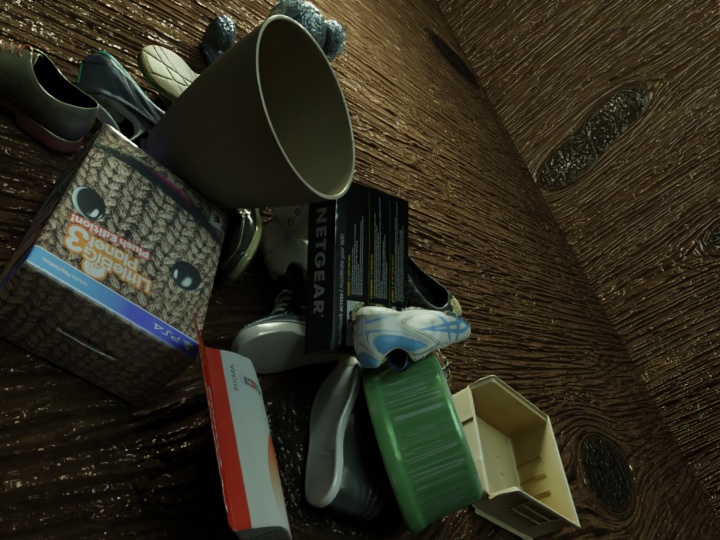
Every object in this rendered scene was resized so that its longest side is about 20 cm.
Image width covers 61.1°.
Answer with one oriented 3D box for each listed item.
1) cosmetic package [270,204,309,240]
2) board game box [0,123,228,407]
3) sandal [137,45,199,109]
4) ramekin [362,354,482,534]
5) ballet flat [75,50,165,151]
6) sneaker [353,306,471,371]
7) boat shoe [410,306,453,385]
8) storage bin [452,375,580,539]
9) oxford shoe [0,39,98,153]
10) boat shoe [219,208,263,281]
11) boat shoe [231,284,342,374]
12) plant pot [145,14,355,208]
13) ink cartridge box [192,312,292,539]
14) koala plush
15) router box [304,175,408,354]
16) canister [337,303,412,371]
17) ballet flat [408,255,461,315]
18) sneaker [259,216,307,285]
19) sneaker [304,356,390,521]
[{"bbox_3d":[-0.095,-0.137,0.839,0.101,0.071,0.202,6,44,-57],"label":"cosmetic package"},{"bbox_3d":[-0.228,-0.008,0.579,0.159,0.096,0.203,38,32,-31],"label":"board game box"},{"bbox_3d":[-0.248,-0.248,0.857,0.082,0.053,0.200,64,14,4],"label":"sandal"},{"bbox_3d":[0.078,0.205,0.756,0.200,0.095,0.205,-19,91,-87],"label":"ramekin"},{"bbox_3d":[-0.260,-0.171,0.743,0.200,0.072,0.074,43,29,-36],"label":"ballet flat"},{"bbox_3d":[0.064,0.081,0.731,0.197,0.071,0.075,4,88,-46],"label":"sneaker"},{"bbox_3d":[0.101,0.141,0.870,0.072,0.066,0.204,-55,145,-50],"label":"boat shoe"},{"bbox_3d":[0.250,0.311,1.014,0.197,0.093,0.203,37,33,-32],"label":"storage bin"},{"bbox_3d":[-0.355,-0.210,0.611,0.199,0.074,0.072,37,33,-31],"label":"oxford shoe"},{"bbox_3d":[-0.164,-0.067,0.780,0.065,0.072,0.203,33,30,-26],"label":"boat shoe"},{"bbox_3d":[-0.095,0.067,0.759,0.198,0.075,0.093,9,35,-54],"label":"boat shoe"},{"bbox_3d":[-0.134,-0.147,0.673,0.187,0.196,0.192,37,47,-53],"label":"plant pot"},{"bbox_3d":[-0.101,0.147,0.543,0.049,0.202,0.165,-11,60,-13],"label":"ink cartridge box"},{"bbox_3d":[-0.128,-0.350,0.991,0.176,0.198,0.187,16,47,-51],"label":"koala plush"},{"bbox_3d":[0.000,0.000,0.758,0.147,0.050,0.206,11,77,-49],"label":"router box"},{"bbox_3d":[0.026,0.066,0.922,0.199,0.086,0.151,-13,72,-59],"label":"canister"},{"bbox_3d":[0.092,0.019,0.922,0.199,0.056,0.067,37,36,-29],"label":"ballet flat"},{"bbox_3d":[-0.072,-0.014,0.882,0.197,0.074,0.089,7,62,-46],"label":"sneaker"},{"bbox_3d":[-0.009,0.207,0.741,0.099,0.070,0.203,43,34,-29],"label":"sneaker"}]
